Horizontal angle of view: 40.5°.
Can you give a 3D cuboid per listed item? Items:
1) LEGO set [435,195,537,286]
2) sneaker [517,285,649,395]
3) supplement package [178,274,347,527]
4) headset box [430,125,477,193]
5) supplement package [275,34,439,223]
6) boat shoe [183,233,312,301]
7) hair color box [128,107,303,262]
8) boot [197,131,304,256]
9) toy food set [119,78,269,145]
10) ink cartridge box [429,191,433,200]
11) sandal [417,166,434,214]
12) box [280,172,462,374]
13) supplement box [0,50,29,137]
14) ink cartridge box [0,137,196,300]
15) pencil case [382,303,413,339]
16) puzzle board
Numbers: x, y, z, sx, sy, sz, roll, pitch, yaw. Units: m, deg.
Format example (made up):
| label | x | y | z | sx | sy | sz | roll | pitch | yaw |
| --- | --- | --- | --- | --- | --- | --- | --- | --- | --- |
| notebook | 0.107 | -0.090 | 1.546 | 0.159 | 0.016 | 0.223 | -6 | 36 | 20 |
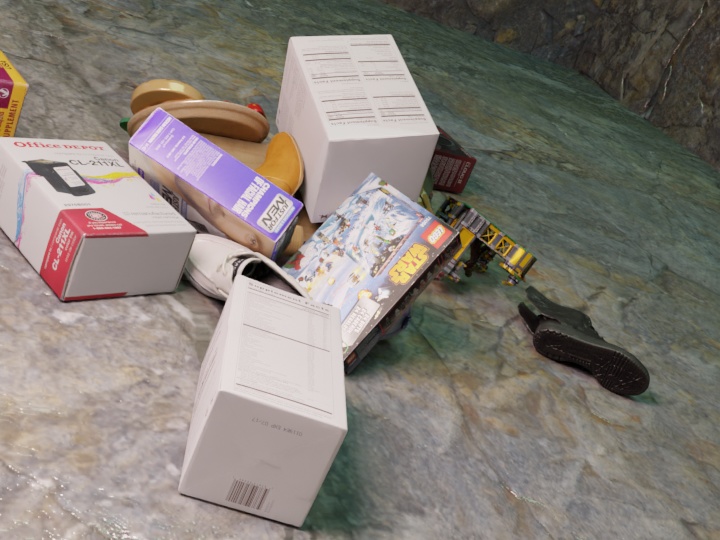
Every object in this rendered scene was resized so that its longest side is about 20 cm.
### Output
| label | x | y | z | sx | sy | sz | roll | pitch | yaw |
| --- | --- | --- | --- | --- | --- | --- | --- | --- | --- |
| LEGO set | 0.152 | -0.021 | 1.421 | 0.154 | 0.116 | 0.200 | 36 | 4 | -25 |
| sneaker | 0.309 | 0.095 | 1.352 | 0.199 | 0.060 | 0.104 | 25 | 28 | 8 |
| supplement package | -0.083 | 0.109 | 0.871 | 0.113 | 0.110 | 0.200 | 20 | 24 | -12 |
| headset box | 0.105 | -0.218 | 1.794 | 0.199 | 0.077 | 0.149 | 7 | 29 | -32 |
| supplement package | -0.011 | -0.192 | 1.304 | 0.150 | 0.152 | 0.201 | -6 | 52 | -19 |
| boat shoe | -0.125 | 0.009 | 1.062 | 0.200 | 0.066 | 0.072 | 36 | 68 | 26 |
| hair color box | -0.170 | -0.087 | 1.124 | 0.200 | 0.109 | 0.065 | 32 | 65 | 2 |
| boot | -0.148 | -0.108 | 1.245 | 0.143 | 0.071 | 0.202 | 10 | 56 | -27 |
| toy food set | -0.224 | -0.198 | 1.332 | 0.199 | 0.198 | 0.049 | 1 | 75 | -22 |
| ink cartridge box | 0.020 | -0.150 | 1.555 | 0.145 | 0.085 | 0.200 | 18 | 26 | -17 |
| sandal | 0.083 | -0.088 | 1.385 | 0.054 | 0.082 | 0.200 | -5 | 35 | 24 |
| box | 0.000 | 0.000 | 1.103 | 0.137 | 0.200 | 0.040 | 37 | -14 | 26 |
| supplement box | -0.485 | -0.180 | 1.059 | 0.199 | 0.131 | 0.103 | 1 | 33 | -42 |
| ink cartridge box | -0.298 | -0.061 | 1.052 | 0.145 | 0.083 | 0.200 | -5 | 38 | -49 |
| pencil case | 0.004 | 0.000 | 1.214 | 0.083 | 0.091 | 0.200 | 15 | 24 | -23 |
| puzzle board | -0.138 | -0.107 | 1.309 | 0.199 | 0.017 | 0.151 | 5 | 60 | -33 |
